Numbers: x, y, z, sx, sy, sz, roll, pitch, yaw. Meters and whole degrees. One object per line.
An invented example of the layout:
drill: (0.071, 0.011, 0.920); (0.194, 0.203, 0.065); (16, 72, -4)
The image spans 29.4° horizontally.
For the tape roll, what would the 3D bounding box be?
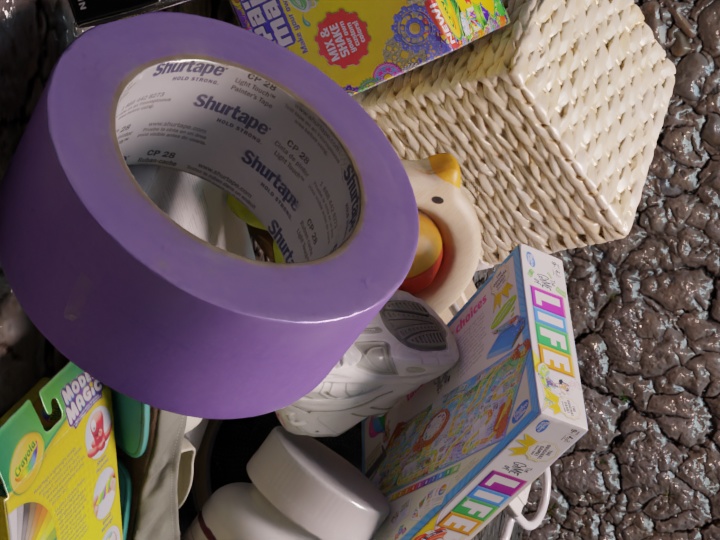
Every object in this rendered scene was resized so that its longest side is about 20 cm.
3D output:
tape roll: (-0.076, -0.031, 0.695); (0.085, 0.200, 0.200); (-53, -171, 41)

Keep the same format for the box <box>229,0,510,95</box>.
box: (-0.010, -0.222, 0.889); (0.200, 0.122, 0.193); (67, 22, -8)

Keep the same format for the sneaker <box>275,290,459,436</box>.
sneaker: (-0.034, 0.063, 0.819); (0.200, 0.078, 0.099); (9, 128, -40)

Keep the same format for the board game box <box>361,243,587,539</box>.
board game box: (0.064, 0.097, 0.861); (0.200, 0.034, 0.135); (-52, -153, 39)

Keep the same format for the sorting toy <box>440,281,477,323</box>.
sorting toy: (0.057, 0.079, 1.109); (0.185, 0.036, 0.201); (-41, 116, -50)

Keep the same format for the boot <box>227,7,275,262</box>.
boot: (-0.042, -0.089, 1.000); (0.200, 0.073, 0.156); (34, 58, -45)

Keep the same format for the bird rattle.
bird rattle: (0.000, 0.000, 0.883); (0.113, 0.163, 0.201); (-109, -174, -61)

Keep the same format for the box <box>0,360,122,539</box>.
box: (-0.173, 0.150, 0.738); (0.117, 0.048, 0.201); (-53, 149, -61)

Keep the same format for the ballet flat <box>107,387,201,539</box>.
ballet flat: (-0.124, 0.097, 0.803); (0.064, 0.067, 0.200); (-19, 135, -38)

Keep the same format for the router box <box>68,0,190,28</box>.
router box: (-0.114, -0.228, 0.666); (0.149, 0.051, 0.201); (-43, 120, -67)

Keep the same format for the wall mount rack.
wall mount rack: (0.087, 0.107, 1.042); (0.200, 0.074, 0.174); (55, 45, -46)

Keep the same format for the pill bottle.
pill bottle: (-0.073, 0.206, 0.871); (0.200, 0.109, 0.110); (-55, 166, 5)

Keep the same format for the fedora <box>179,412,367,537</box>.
fedora: (-0.036, 0.159, 0.981); (0.200, 0.092, 0.201); (1, 88, -33)

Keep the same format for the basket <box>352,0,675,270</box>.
basket: (0.122, -0.137, 1.076); (0.198, 0.161, 0.200); (49, 50, -32)

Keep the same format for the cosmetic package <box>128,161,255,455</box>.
cosmetic package: (-0.120, -0.004, 0.852); (0.200, 0.052, 0.151); (80, 24, -49)
